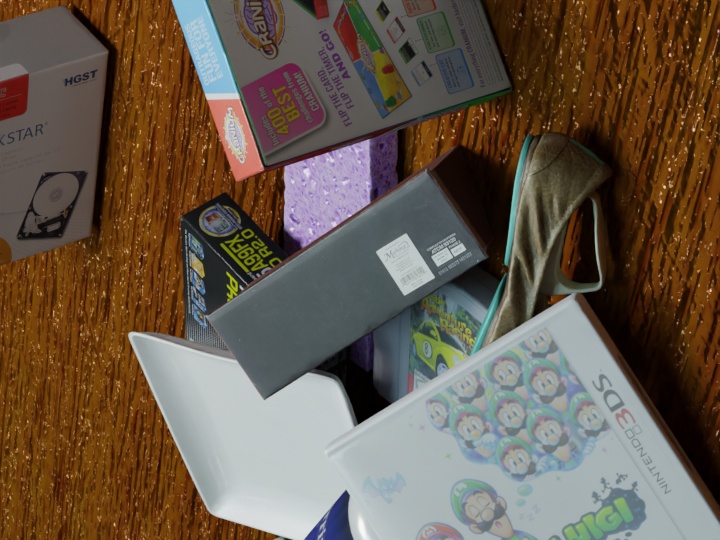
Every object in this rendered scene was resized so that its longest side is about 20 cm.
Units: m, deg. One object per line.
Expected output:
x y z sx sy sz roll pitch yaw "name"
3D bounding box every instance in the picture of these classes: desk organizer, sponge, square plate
0.000 0.000 1.728 0.200 0.077 0.072 -33 95 26 "desk organizer"
-0.015 -0.034 1.846 0.111 0.030 0.201 36 135 44 "sponge"
-0.062 0.128 1.889 0.199 0.028 0.199 11 136 35 "square plate"

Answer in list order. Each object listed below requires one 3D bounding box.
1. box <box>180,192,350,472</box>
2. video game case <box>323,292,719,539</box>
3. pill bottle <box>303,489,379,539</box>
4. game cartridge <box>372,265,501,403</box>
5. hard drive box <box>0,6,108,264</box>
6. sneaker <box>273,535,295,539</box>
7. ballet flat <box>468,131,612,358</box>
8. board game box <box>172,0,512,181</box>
-0.073 0.060 1.930 0.160 0.044 0.200 46 153 29 "box"
0.105 0.140 1.610 0.200 0.024 0.182 -32 94 19 "video game case"
0.033 0.189 1.751 0.116 0.115 0.200 60 147 17 "pill bottle"
0.075 0.063 1.755 0.200 0.041 0.134 34 130 45 "game cartridge"
-0.303 -0.105 2.125 0.077 0.156 0.200 45 141 35 "hard drive box"
-0.016 0.309 1.957 0.130 0.079 0.200 35 144 54 "sneaker"
0.118 0.008 1.618 0.072 0.068 0.201 17 113 8 "ballet flat"
-0.014 -0.157 1.613 0.040 0.200 0.154 -20 89 59 "board game box"
